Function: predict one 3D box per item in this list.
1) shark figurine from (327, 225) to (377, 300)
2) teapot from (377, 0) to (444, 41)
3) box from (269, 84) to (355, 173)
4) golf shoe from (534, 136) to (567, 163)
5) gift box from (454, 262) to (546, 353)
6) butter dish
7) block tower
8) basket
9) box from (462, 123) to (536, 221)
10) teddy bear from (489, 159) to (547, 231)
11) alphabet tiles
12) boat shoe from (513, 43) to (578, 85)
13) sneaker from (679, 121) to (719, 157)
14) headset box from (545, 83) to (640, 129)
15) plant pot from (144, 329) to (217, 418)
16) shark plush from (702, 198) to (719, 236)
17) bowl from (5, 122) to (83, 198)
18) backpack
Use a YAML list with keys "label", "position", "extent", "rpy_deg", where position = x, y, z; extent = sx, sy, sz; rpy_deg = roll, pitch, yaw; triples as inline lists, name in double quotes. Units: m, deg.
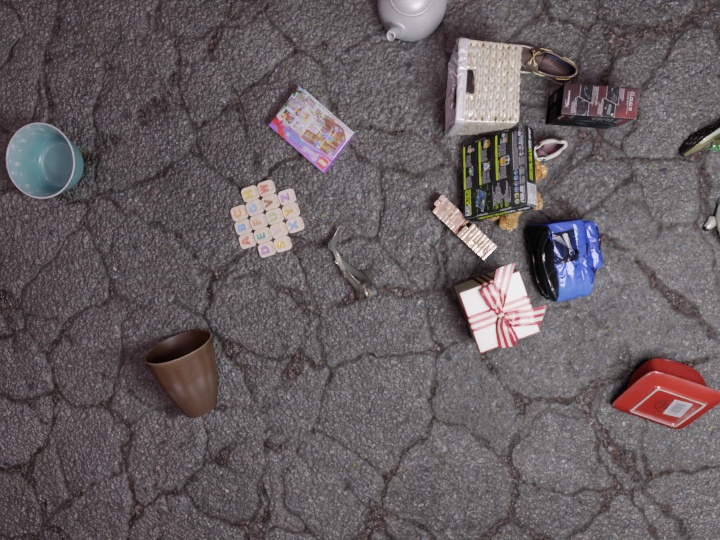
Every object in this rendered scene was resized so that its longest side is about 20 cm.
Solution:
- label: "shark figurine"
  position: [-0.012, -0.008, 1.480]
  extent: [0.089, 0.129, 0.215]
  rpy_deg: [-33, 73, -18]
- label: "teapot"
  position: [0.132, -0.696, 1.360]
  extent: [0.194, 0.146, 0.203]
  rpy_deg: [-18, 92, 6]
- label: "box"
  position: [-0.131, -0.382, 1.463]
  extent: [0.199, 0.039, 0.137]
  rpy_deg: [41, 96, 0]
- label: "golf shoe"
  position: [0.437, -0.303, 1.397]
  extent: [0.197, 0.088, 0.078]
  rpy_deg: [-20, 95, 8]
- label: "gift box"
  position: [0.357, 0.085, 1.387]
  extent: [0.198, 0.187, 0.187]
  rpy_deg: [-25, 93, 8]
- label: "butter dish"
  position: [0.788, 0.294, 1.396]
  extent: [0.196, 0.149, 0.202]
  rpy_deg: [19, 138, 3]
- label: "block tower"
  position: [0.274, -0.115, 1.443]
  extent: [0.200, 0.058, 0.054]
  rpy_deg: [44, 97, 2]
- label: "basket"
  position: [0.301, -0.448, 1.340]
  extent: [0.158, 0.200, 0.202]
  rpy_deg: [2, 95, 3]
- label: "box"
  position: [0.343, -0.239, 1.348]
  extent: [0.047, 0.192, 0.204]
  rpy_deg: [7, 78, -38]
- label: "teddy bear"
  position: [0.394, -0.195, 1.382]
  extent: [0.146, 0.066, 0.200]
  rpy_deg: [55, 132, 10]
- label: "alphabet tiles"
  position: [-0.262, -0.145, 1.507]
  extent: [0.192, 0.015, 0.203]
  rpy_deg: [-16, 94, 6]
- label: "boat shoe"
  position: [0.463, -0.538, 1.387]
  extent: [0.197, 0.060, 0.073]
  rpy_deg: [24, 97, 3]
- label: "sneaker"
  position: [0.916, -0.328, 1.363]
  extent: [0.198, 0.077, 0.090]
  rpy_deg: [-28, 100, 9]
- label: "headset box"
  position: [0.584, -0.407, 1.344]
  extent: [0.196, 0.149, 0.079]
  rpy_deg: [6, 96, 4]
- label: "plant pot"
  position: [-0.474, 0.298, 1.494]
  extent: [0.184, 0.187, 0.203]
  rpy_deg: [-12, 108, 6]
- label: "shark plush"
  position: [0.964, -0.160, 1.393]
  extent: [0.082, 0.091, 0.203]
  rpy_deg: [21, 76, -17]
- label: "bowl"
  position: [-0.861, -0.301, 1.500]
  extent: [0.197, 0.105, 0.205]
  rpy_deg: [0, 96, 5]
- label: "backpack"
  position: [0.527, -0.026, 1.375]
  extent: [0.165, 0.163, 0.204]
  rpy_deg: [-8, 93, 2]
